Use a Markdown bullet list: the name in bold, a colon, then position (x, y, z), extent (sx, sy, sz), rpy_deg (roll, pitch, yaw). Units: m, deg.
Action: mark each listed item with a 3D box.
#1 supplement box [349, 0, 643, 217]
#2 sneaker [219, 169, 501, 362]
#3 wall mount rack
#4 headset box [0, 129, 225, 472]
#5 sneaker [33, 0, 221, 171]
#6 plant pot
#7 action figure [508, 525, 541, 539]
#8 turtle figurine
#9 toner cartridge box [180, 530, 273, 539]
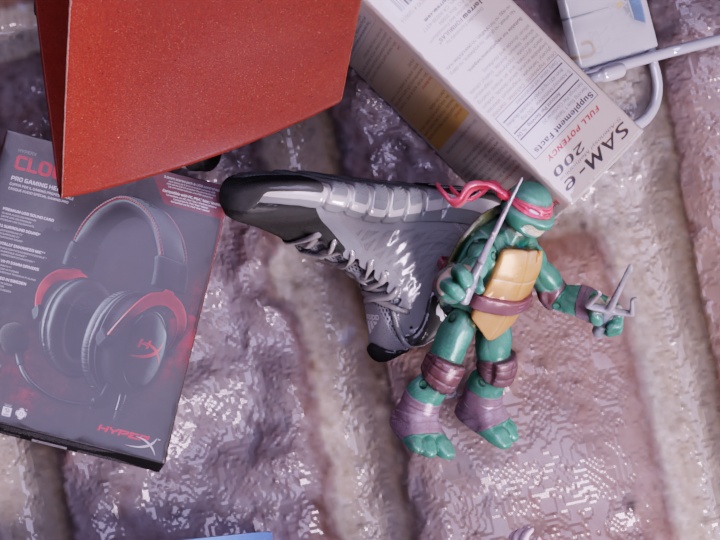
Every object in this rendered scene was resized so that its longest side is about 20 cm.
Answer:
- **supplement box**: position (0.074, -0.122, 1.551), extent (0.200, 0.126, 0.074), rpy_deg (45, 77, 0)
- **sneaker**: position (0.000, 0.000, 1.528), extent (0.199, 0.075, 0.117), rpy_deg (4, 96, -29)
- **wall mount rack**: position (0.196, -0.199, 1.596), extent (0.173, 0.074, 0.202), rpy_deg (-18, 97, -28)
- **headset box**: position (-0.171, 0.010, 1.521), extent (0.147, 0.075, 0.202), rpy_deg (15, 79, -6)
- **sneaker**: position (-0.148, -0.144, 1.545), extent (0.114, 0.076, 0.202), rpy_deg (-9, 61, 1)
- **plant pot**: position (-0.098, -0.182, 1.419), extent (0.175, 0.201, 0.201), rpy_deg (-4, 58, -12)
- **action figure**: position (0.085, 0.251, 1.454), extent (0.134, 0.200, 0.149), rpy_deg (47, 72, -4)
- **turtle figurine**: position (0.091, 0.019, 1.501), extent (0.149, 0.101, 0.201), rpy_deg (6, 121, -29)
- **toner cartridge box**: position (-0.149, 0.220, 1.508), extent (0.198, 0.043, 0.096), rpy_deg (-6, 81, -9)
